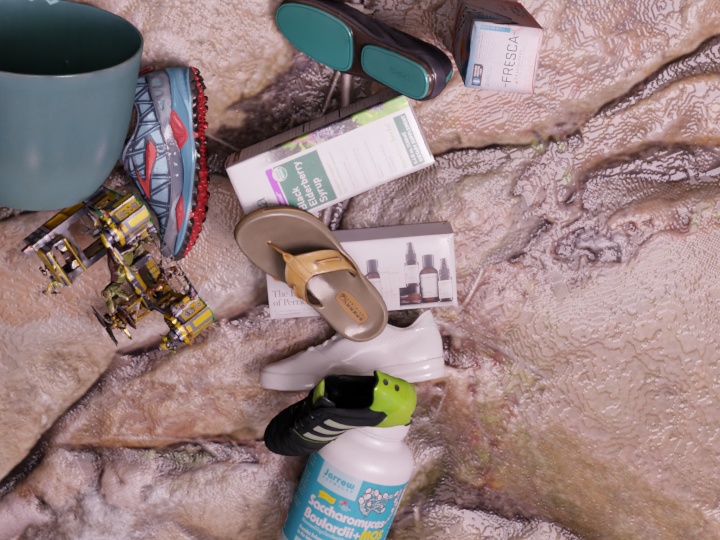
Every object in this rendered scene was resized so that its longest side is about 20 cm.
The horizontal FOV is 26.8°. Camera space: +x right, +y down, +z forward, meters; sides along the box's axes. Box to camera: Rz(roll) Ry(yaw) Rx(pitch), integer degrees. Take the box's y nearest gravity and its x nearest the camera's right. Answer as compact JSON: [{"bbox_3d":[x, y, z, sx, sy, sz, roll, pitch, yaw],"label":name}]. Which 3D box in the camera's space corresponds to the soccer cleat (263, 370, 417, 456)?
[{"bbox_3d":[-0.033,0.141,1.554,0.200,0.068,0.081,-20,139,35],"label":"soccer cleat"}]

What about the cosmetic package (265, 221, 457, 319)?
[{"bbox_3d":[0.000,0.000,1.597,0.200,0.051,0.083,-5,106,0],"label":"cosmetic package"}]

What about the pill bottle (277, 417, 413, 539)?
[{"bbox_3d":[-0.011,0.238,1.636,0.111,0.111,0.200,18,105,-7],"label":"pill bottle"}]

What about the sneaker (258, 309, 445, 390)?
[{"bbox_3d":[-0.012,0.084,1.621,0.200,0.075,0.089,-7,86,4],"label":"sneaker"}]

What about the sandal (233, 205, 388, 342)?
[{"bbox_3d":[-0.042,0.008,1.531,0.080,0.054,0.200,-39,115,12],"label":"sandal"}]

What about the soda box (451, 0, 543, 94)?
[{"bbox_3d":[0.129,-0.220,1.457,0.068,0.200,0.064,6,106,-2],"label":"soda box"}]

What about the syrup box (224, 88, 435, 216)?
[{"bbox_3d":[-0.032,-0.114,1.546,0.200,0.081,0.079,-22,105,3],"label":"syrup box"}]

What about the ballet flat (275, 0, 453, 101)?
[{"bbox_3d":[0.009,-0.227,1.511,0.200,0.073,0.073,28,107,25],"label":"ballet flat"}]

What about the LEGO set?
[{"bbox_3d":[-0.252,0.013,1.526,0.116,0.154,0.200,-40,129,-17],"label":"LEGO set"}]

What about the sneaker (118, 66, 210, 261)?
[{"bbox_3d":[-0.206,-0.110,1.554,0.095,0.079,0.200,2,98,8],"label":"sneaker"}]

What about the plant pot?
[{"bbox_3d":[-0.315,-0.155,1.471,0.200,0.201,0.161,5,119,-3],"label":"plant pot"}]
